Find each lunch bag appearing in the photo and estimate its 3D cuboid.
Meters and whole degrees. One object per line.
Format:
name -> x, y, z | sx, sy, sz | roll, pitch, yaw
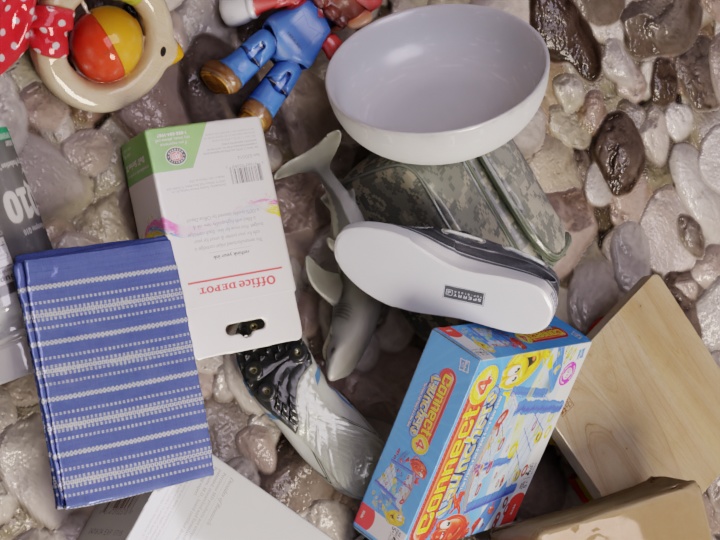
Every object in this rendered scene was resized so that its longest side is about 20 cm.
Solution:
lunch bag -> 0.098, -0.058, 1.643 | 0.168, 0.139, 0.201 | -41, 103, -38

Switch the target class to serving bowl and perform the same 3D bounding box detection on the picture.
serving bowl -> 0.070, -0.155, 1.552 | 0.199, 0.199, 0.066 | -35, 137, -28

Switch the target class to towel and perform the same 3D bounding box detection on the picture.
towel -> -0.196, 0.078, 1.391 | 0.144, 0.024, 0.203 | -10, 88, -35

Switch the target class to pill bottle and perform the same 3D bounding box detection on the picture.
pill bottle -> -0.306, -0.013, 1.413 | 0.112, 0.113, 0.202 | -23, 96, -30

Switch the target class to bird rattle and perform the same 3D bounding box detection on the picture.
bird rattle -> -0.230, -0.210, 1.493 | 0.200, 0.112, 0.164 | -42, 121, -24

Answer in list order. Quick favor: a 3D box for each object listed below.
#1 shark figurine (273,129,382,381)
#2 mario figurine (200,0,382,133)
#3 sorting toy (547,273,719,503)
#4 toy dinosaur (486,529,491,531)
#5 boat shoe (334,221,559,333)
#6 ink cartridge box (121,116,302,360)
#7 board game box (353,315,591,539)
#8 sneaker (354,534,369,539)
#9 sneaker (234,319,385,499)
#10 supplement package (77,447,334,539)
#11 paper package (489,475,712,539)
shark figurine -> 0.004, -0.020, 1.579 | 0.128, 0.089, 0.217 | -16, 98, -59
mario figurine -> -0.056, -0.218, 1.618 | 0.200, 0.106, 0.124 | -46, 141, -16
sorting toy -> 0.270, 0.144, 1.752 | 0.199, 0.069, 0.201 | -42, 104, -27
toy dinosaur -> 0.207, 0.312, 1.702 | 0.106, 0.060, 0.202 | -28, 98, -28
boat shoe -> 0.077, -0.005, 1.522 | 0.198, 0.072, 0.068 | 14, 33, 7
ink cartridge box -> -0.130, -0.025, 1.538 | 0.116, 0.067, 0.203 | -9, 85, -30
board game box -> 0.102, 0.143, 1.567 | 0.195, 0.056, 0.202 | -6, 122, -54
sneaker -> 0.081, 0.316, 1.598 | 0.200, 0.112, 0.073 | 42, 67, -19
sneaker -> -0.047, 0.126, 1.581 | 0.072, 0.072, 0.201 | -39, 90, -15
supplement package -> -0.121, 0.243, 1.487 | 0.199, 0.117, 0.118 | 37, 67, -20
paper package -> 0.236, 0.312, 1.618 | 0.189, 0.103, 0.203 | -13, 89, -22
